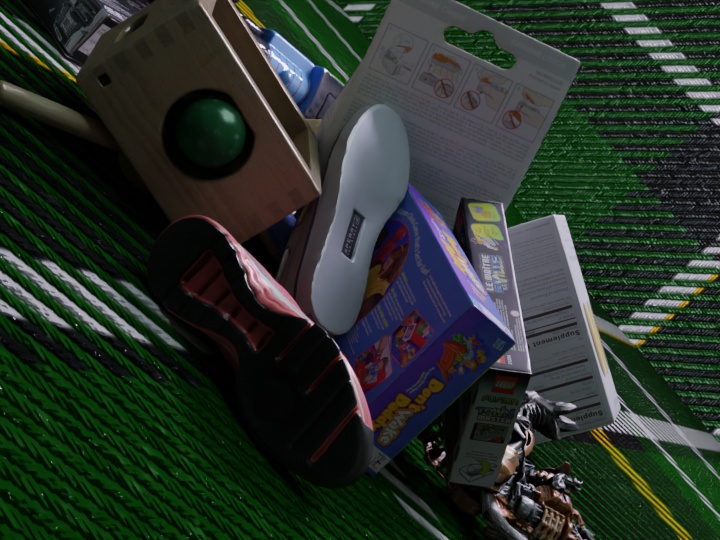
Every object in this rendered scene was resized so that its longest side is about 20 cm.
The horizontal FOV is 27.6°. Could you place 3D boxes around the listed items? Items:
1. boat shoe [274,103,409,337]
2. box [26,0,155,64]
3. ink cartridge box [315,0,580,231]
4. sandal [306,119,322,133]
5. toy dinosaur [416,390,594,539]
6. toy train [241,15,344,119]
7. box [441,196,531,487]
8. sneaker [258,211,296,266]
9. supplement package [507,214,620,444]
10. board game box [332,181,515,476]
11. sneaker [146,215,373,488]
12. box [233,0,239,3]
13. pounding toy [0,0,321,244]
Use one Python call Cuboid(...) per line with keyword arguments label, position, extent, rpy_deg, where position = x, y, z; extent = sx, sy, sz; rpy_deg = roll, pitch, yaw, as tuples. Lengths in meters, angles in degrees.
Cuboid(label="boat shoe", position=(-0.021, -0.036, 1.072), extent=(0.071, 0.070, 0.201), rpy_deg=(41, 53, -37))
Cuboid(label="box", position=(-0.221, -0.224, 1.258), extent=(0.158, 0.050, 0.200), rpy_deg=(51, 11, 21))
Cuboid(label="ink cartridge box", position=(0.056, -0.110, 1.150), extent=(0.159, 0.201, 0.047), rpy_deg=(23, 17, -13))
Cuboid(label="sandal", position=(-0.064, -0.113, 1.436), extent=(0.069, 0.078, 0.211), rpy_deg=(3, -5, 40))
Cuboid(label="toy dinosaur", position=(0.107, 0.148, 1.104), extent=(0.201, 0.102, 0.136), rpy_deg=(58, 25, -5))
Cuboid(label="toy train", position=(-0.096, -0.194, 1.464), extent=(0.114, 0.087, 0.200), rpy_deg=(19, -12, 43))
Cuboid(label="box", position=(0.085, 0.049, 1.080), extent=(0.034, 0.111, 0.201), rpy_deg=(8, 37, -8))
Cuboid(label="sneaker", position=(0.000, 0.000, 1.214), extent=(0.200, 0.088, 0.075), rpy_deg=(44, 13, -11))
Cuboid(label="supplement package", position=(0.168, 0.058, 1.404), extent=(0.114, 0.109, 0.201), rpy_deg=(-11, 84, -77))
Cuboid(label="board game box", position=(0.021, 0.035, 1.043), extent=(0.045, 0.134, 0.200), rpy_deg=(40, 13, -27))
Cuboid(label="sneaker", position=(-0.047, 0.047, 0.901), extent=(0.200, 0.074, 0.087), rpy_deg=(52, 10, 24))
Cuboid(label="box", position=(-0.184, -0.340, 1.313), extent=(0.195, 0.125, 0.200), rpy_deg=(14, -1, -6))
Cuboid(label="pounding toy", position=(-0.134, -0.108, 1.028), extent=(0.185, 0.142, 0.200), rpy_deg=(57, 8, -18))
